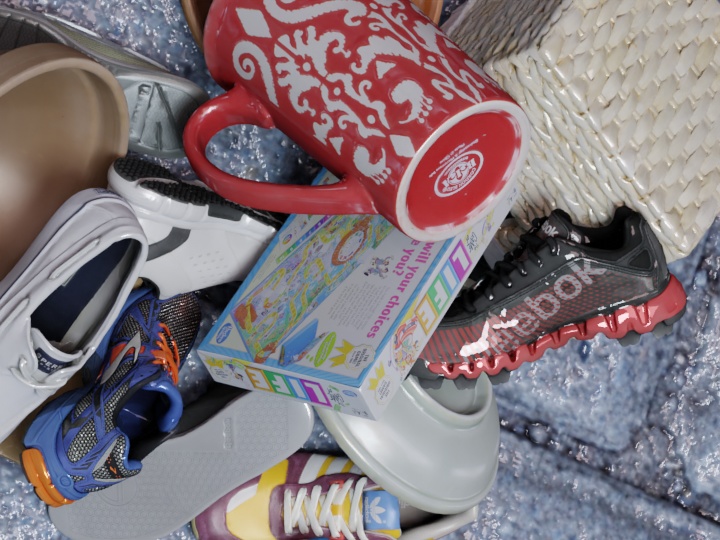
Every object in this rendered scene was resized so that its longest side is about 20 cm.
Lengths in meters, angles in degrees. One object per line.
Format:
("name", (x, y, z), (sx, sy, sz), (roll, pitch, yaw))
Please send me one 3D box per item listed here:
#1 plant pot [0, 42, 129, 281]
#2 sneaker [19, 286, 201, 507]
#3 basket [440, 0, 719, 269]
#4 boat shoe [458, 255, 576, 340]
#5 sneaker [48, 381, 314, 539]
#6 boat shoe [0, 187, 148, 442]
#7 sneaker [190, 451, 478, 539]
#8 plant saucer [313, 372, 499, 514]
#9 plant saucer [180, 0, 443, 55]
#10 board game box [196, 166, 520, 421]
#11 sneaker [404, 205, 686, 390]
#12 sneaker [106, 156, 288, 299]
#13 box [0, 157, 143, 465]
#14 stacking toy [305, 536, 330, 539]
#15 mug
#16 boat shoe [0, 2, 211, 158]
("plant pot", (-0.246, -0.065, 1.411), (0.093, 0.201, 0.201), (34, 73, 24))
("sneaker", (-0.144, 0.080, 1.464), (0.075, 0.078, 0.200), (65, 33, -31))
("basket", (0.157, -0.112, 1.560), (0.198, 0.161, 0.200), (53, 50, -16))
("boat shoe", (0.086, -0.010, 1.609), (0.200, 0.072, 0.068), (31, 82, -18))
("sneaker", (-0.116, 0.123, 1.529), (0.200, 0.099, 0.071), (-27, 99, 11))
("boat shoe", (-0.203, 0.042, 1.399), (0.073, 0.065, 0.200), (24, 104, -35))
("sneaker", (-0.016, 0.161, 1.555), (0.199, 0.090, 0.075), (-6, 92, -23))
("plant saucer", (0.038, 0.068, 1.537), (0.200, 0.050, 0.200), (36, 34, -29))
("plant saucer", (-0.037, -0.207, 1.577), (0.200, 0.037, 0.201), (0, 91, -23))
("board game box", (0.000, 0.000, 1.465), (0.200, 0.134, 0.034), (-56, 139, -28))
("sneaker", (0.110, 0.013, 1.462), (0.200, 0.071, 0.098), (-16, 111, -3))
("sneaker", (-0.110, -0.019, 1.512), (0.200, 0.074, 0.080), (15, 109, -48))
("box", (-0.236, 0.016, 1.498), (0.163, 0.021, 0.200), (27, 80, -20))
("stacking toy", (0.033, 0.243, 1.552), (0.200, 0.110, 0.116), (1, 71, -35))
("mug", (-0.004, -0.100, 1.452), (0.133, 0.200, 0.178), (14, 114, -52))
("boat shoe", (-0.196, -0.130, 1.501), (0.201, 0.065, 0.075), (15, 105, -17))
